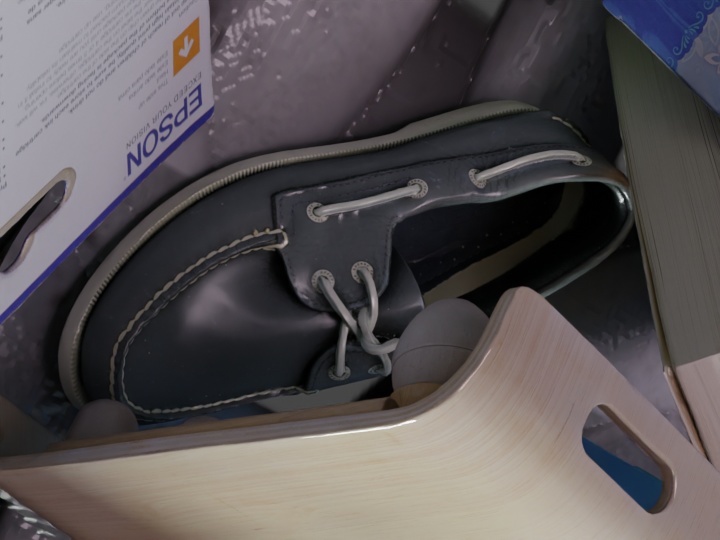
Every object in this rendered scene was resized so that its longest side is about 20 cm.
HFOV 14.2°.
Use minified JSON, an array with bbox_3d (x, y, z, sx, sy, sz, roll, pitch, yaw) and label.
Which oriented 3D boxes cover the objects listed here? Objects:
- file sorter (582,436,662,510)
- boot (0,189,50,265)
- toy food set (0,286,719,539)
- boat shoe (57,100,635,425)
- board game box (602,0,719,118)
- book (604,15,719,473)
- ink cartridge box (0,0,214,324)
[{"bbox_3d":[0.074,0.150,0.975,0.123,0.139,0.200,-48,128,-10],"label":"file sorter"},{"bbox_3d":[-0.165,-0.055,0.775,0.200,0.077,0.139,51,59,-34],"label":"boot"},{"bbox_3d":[-0.003,0.059,0.850,0.143,0.200,0.061,43,50,-42],"label":"toy food set"},{"bbox_3d":[0.000,0.000,0.912,0.200,0.062,0.073,-23,122,-28],"label":"boat shoe"},{"bbox_3d":[0.206,-0.043,0.941,0.200,0.199,0.043,-12,143,-51],"label":"board game box"},{"bbox_3d":[0.121,0.018,0.934,0.048,0.200,0.134,-16,124,7],"label":"book"},{"bbox_3d":[-0.101,-0.066,0.730,0.200,0.041,0.200,-48,156,-39],"label":"ink cartridge box"}]
